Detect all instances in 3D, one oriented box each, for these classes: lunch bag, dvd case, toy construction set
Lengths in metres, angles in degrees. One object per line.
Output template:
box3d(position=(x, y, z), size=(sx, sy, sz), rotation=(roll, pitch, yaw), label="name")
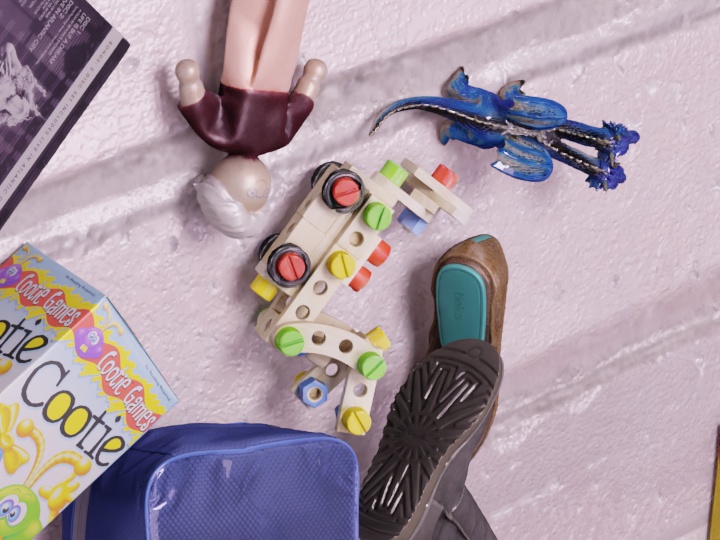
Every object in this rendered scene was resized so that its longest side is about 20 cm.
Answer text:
box3d(position=(-0.099, 0.172, 1.552), size=(0.199, 0.132, 0.137), rotation=(-1, 94, -38), label="lunch bag")
box3d(position=(-0.231, -0.125, 1.303), size=(0.149, 0.016, 0.200), rotation=(-56, 137, -9), label="dvd case")
box3d(position=(0.000, 0.000, 1.578), size=(0.131, 0.092, 0.201), rotation=(36, 77, -19), label="toy construction set")

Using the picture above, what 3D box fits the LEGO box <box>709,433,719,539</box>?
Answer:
box3d(position=(0.381, 0.215, 2.001), size=(0.148, 0.077, 0.201), rotation=(-16, 119, -34), label="LEGO box")

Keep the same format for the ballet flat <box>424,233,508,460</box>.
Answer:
box3d(position=(0.079, 0.057, 1.689), size=(0.072, 0.067, 0.201), rotation=(-49, 148, -49), label="ballet flat")

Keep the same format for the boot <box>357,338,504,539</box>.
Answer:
box3d(position=(0.071, 0.165, 1.660), size=(0.182, 0.072, 0.200), rotation=(-56, 144, -13), label="boot")

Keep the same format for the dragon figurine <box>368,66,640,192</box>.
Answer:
box3d(position=(0.108, -0.099, 1.615), size=(0.199, 0.099, 0.059), rotation=(7, 105, -41), label="dragon figurine")

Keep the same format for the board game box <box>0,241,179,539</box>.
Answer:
box3d(position=(-0.232, 0.097, 1.424), size=(0.200, 0.105, 0.103), rotation=(-44, 131, -16), label="board game box")

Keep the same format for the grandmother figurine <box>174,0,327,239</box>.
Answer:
box3d(position=(-0.069, -0.118, 1.492), size=(0.121, 0.061, 0.201), rotation=(2, 106, -31), label="grandmother figurine")
